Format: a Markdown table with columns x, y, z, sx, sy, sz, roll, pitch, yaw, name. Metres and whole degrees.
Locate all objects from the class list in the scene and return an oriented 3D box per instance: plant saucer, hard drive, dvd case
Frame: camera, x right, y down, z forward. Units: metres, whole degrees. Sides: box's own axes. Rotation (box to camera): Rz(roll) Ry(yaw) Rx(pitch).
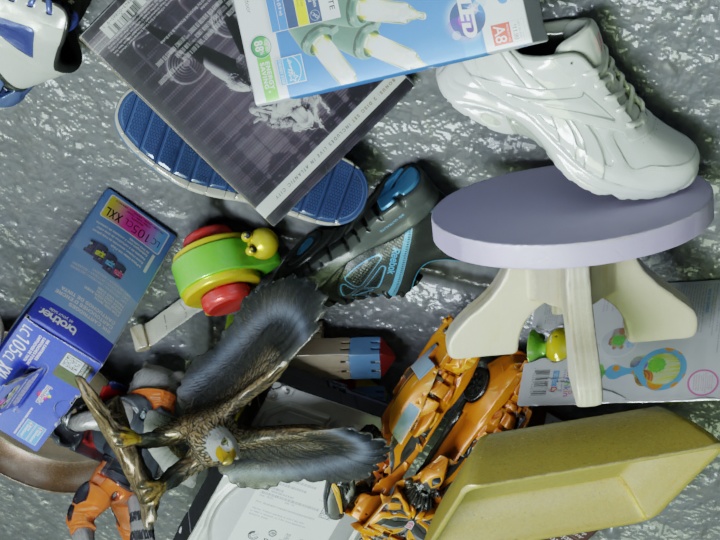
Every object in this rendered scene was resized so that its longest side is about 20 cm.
| x | y | z | sx | sy | sz | roll | pitch | yaw | name |
| --- | --- | --- | --- | --- | --- | --- | --- | --- | --- |
| -0.290 | 0.122 | 1.737 | 0.199 | 0.032 | 0.201 | 10 | 131 | 12 | plant saucer |
| 0.150 | 0.156 | 1.454 | 0.199 | 0.049 | 0.200 | -8 | 158 | -12 | plant saucer |
| -0.054 | 0.180 | 1.581 | 0.139 | 0.038 | 0.201 | 21 | 114 | -21 | hard drive |
| -0.080 | -0.152 | 1.387 | 0.149 | 0.016 | 0.200 | -45 | 108 | 4 | dvd case |

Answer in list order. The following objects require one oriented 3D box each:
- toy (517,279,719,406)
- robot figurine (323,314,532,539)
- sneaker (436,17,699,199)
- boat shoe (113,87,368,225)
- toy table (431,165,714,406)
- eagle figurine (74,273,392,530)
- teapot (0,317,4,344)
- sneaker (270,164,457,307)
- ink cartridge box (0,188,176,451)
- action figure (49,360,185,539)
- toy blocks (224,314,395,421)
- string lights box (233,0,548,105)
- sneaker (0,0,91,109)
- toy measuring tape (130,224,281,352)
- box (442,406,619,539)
| x | y | z | sx | sy | sz | roll | pitch | yaw | name |
| --- | --- | --- | --- | --- | --- | --- | --- | --- | --- |
| 0.225 | 0.064 | 1.452 | 0.199 | 0.116 | 0.047 | 0 | 140 | 19 | toy |
| 0.058 | 0.142 | 1.527 | 0.145 | 0.058 | 0.201 | 25 | 102 | -31 | robot figurine |
| 0.156 | -0.123 | 1.342 | 0.199 | 0.078 | 0.100 | 26 | 129 | -4 | sneaker |
| -0.094 | -0.082 | 1.456 | 0.199 | 0.073 | 0.072 | 25 | 177 | -10 | boat shoe |
| 0.155 | 0.002 | 1.389 | 0.199 | 0.184 | 0.118 | 0 | 118 | 10 | toy table |
| -0.092 | 0.115 | 1.471 | 0.199 | 0.151 | 0.152 | -26 | 138 | -6 | eagle figurine |
| -0.400 | 0.073 | 1.637 | 0.146 | 0.200 | 0.198 | 31 | 92 | -19 | teapot |
| 0.000 | 0.000 | 1.501 | 0.082 | 0.073 | 0.200 | 42 | 131 | -19 | sneaker |
| -0.237 | 0.049 | 1.540 | 0.076 | 0.200 | 0.137 | 33 | 132 | -9 | ink cartridge box |
| -0.180 | 0.175 | 1.641 | 0.104 | 0.195 | 0.200 | 2 | 169 | 40 | action figure |
| -0.034 | 0.119 | 1.613 | 0.136 | 0.100 | 0.201 | -1 | 122 | 4 | toy blocks |
| 0.018 | -0.183 | 1.307 | 0.199 | 0.059 | 0.103 | -11 | 94 | 19 | string lights box |
| -0.262 | -0.214 | 1.417 | 0.115 | 0.081 | 0.200 | -12 | 131 | 23 | sneaker |
| -0.142 | 0.016 | 1.564 | 0.074 | 0.074 | 0.200 | 43 | 129 | -18 | toy measuring tape |
| 0.130 | 0.207 | 1.633 | 0.100 | 0.075 | 0.200 | 30 | 134 | -8 | box |
